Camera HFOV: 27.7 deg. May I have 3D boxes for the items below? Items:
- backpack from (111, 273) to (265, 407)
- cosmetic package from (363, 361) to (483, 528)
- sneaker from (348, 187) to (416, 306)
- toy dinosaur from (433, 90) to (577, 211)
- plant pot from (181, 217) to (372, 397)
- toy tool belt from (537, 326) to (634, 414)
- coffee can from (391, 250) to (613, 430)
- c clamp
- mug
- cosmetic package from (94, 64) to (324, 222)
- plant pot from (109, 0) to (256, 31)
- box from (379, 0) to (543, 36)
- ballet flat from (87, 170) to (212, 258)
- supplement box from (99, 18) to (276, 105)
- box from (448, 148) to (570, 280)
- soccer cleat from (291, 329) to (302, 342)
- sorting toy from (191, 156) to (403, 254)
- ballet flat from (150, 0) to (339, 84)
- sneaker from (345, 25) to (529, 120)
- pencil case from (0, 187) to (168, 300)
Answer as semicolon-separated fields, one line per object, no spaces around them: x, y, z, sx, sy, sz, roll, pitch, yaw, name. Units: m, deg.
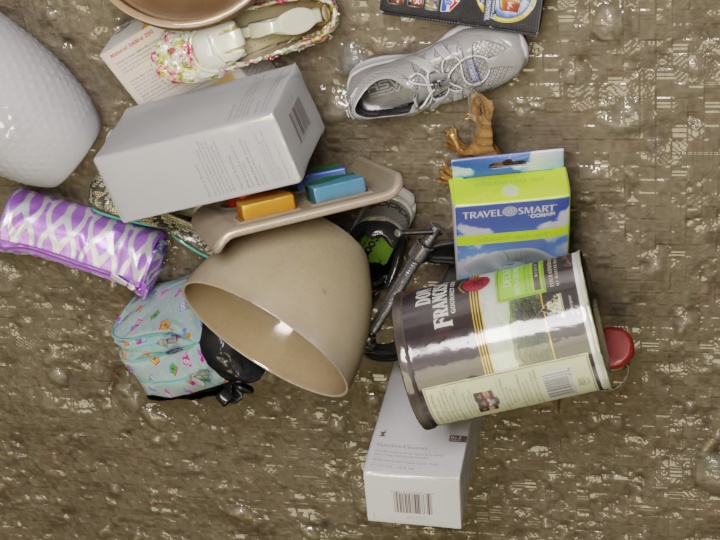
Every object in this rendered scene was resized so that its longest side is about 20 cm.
-0.187;0.074;1.688;0.199;0.167;0.127;-13;114;38;backpack
0.075;0.194;1.665;0.112;0.200;0.081;2;126;10;cosmetic package
0.000;0.000;1.615;0.073;0.088;0.200;25;127;-4;sneaker
0.136;-0.104;1.514;0.106;0.061;0.200;12;155;37;toy dinosaur
-0.066;0.019;1.512;0.200;0.135;0.200;28;161;11;plant pot
0.211;0.095;1.629;0.199;0.125;0.123;2;162;17;toy tool belt
0.147;0.072;1.509;0.199;0.147;0.147;-13;121;11;coffee can
0.050;0.026;1.589;0.027;0.170;0.200;44;122;29;c clamp
-0.385;-0.172;1.573;0.175;0.148;0.200;37;156;-21;mug
-0.150;-0.126;1.449;0.199;0.113;0.081;-12;120;21;cosmetic package
-0.164;-0.326;1.400;0.200;0.093;0.202;0;91;4;plant pot
0.105;-0.331;1.381;0.159;0.044;0.201;10;127;8;box
-0.208;-0.070;1.640;0.199;0.068;0.076;23;111;0;ballet flat
-0.158;-0.190;1.529;0.126;0.074;0.200;-24;116;27;supplement box
0.157;-0.038;1.528;0.121;0.048;0.200;-6;141;2;box
-0.083;0.024;1.631;0.076;0.067;0.201;2;96;7;soccer cleat
-0.071;-0.076;1.485;0.199;0.185;0.037;-19;104;-10;sorting toy
-0.109;-0.236;1.433;0.199;0.064;0.076;-23;105;-17;ballet flat
0.076;-0.187;1.466;0.199;0.082;0.075;-17;119;24;sneaker
-0.320;-0.029;1.678;0.199;0.086;0.084;17;147;4;pencil case
